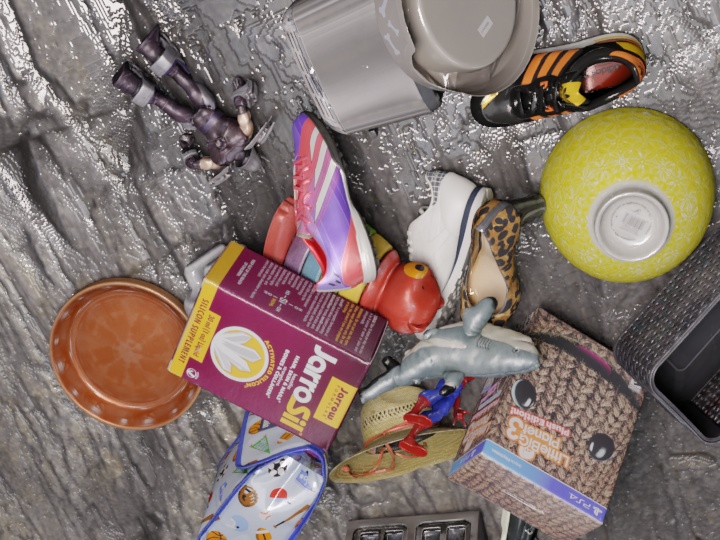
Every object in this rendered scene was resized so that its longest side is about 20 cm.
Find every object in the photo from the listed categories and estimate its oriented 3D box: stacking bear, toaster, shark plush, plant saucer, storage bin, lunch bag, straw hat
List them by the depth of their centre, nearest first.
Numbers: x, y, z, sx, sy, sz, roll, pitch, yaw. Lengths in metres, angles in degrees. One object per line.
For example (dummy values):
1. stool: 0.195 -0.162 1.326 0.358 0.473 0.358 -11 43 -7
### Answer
1. toaster: 0.001 -0.243 1.465 0.128 0.114 0.202 -20 111 17
2. shark plush: 0.092 0.099 1.495 0.197 0.084 0.092 -10 138 -4
3. storage bin: 0.395 0.070 1.513 0.135 0.094 0.200 41 91 -24
4. stacking bear: 0.000 0.000 1.538 0.198 0.121 0.115 29 121 12
5. straw hat: 0.045 0.185 1.649 0.199 0.201 0.086 -20 68 15
6. lunch bag: -0.102 0.238 1.653 0.123 0.171 0.201 33 115 -12
7. toaster: 0.066 0.390 1.678 0.178 0.201 0.120 -7 117 11
8. plant saucer: -0.285 0.102 1.693 0.197 0.032 0.203 3 113 7

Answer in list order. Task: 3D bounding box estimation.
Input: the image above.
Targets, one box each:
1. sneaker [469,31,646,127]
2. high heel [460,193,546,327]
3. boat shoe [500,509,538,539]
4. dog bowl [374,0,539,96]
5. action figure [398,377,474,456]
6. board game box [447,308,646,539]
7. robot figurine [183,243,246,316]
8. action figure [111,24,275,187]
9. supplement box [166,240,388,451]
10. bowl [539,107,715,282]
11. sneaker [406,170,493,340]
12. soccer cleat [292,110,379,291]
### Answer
1. sneaker: 0.209 -0.198 1.467 0.197 0.090 0.071 -16 110 14
2. high heel: 0.129 0.010 1.503 0.071 0.142 0.202 30 112 23
3. boat shoe: 0.207 0.347 1.709 0.065 0.074 0.202 10 105 16
4. dog bowl: 0.096 -0.276 1.406 0.058 0.199 0.202 0 121 51
5. action figure: 0.103 0.137 1.568 0.051 0.200 0.066 13 122 19
6. board game box: 0.216 0.176 1.557 0.158 0.202 0.097 29 149 -6
7. robot figurine: -0.135 0.070 1.615 0.169 0.112 0.202 3 121 52
8. action figure: -0.179 -0.179 1.544 0.200 0.070 0.130 42 105 -14
9. supplement box: -0.089 0.081 1.486 0.198 0.103 0.132 26 118 1
10. bowl: 0.294 -0.066 1.503 0.197 0.108 0.203 3 114 6
11. sneaker: 0.088 -0.017 1.579 0.080 0.076 0.202 21 111 12
12. soccer cleat: -0.044 -0.074 1.464 0.072 0.068 0.202 -18 78 -12
